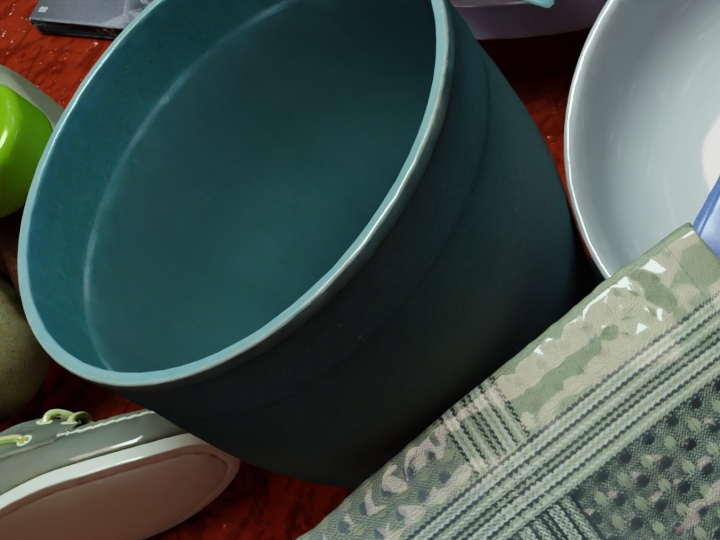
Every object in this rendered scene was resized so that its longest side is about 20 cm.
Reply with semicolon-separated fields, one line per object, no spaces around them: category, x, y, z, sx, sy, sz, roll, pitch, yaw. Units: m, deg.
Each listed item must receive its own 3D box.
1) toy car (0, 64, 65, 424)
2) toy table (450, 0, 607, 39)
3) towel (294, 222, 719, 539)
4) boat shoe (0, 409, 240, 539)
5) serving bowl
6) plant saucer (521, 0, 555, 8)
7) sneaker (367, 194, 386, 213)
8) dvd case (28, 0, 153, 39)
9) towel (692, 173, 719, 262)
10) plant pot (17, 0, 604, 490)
toy car;-0.189;0.014;1.026;0.200;0.164;0.158;-49;45;3
toy table;0.086;-0.188;0.972;0.198;0.118;0.184;-18;41;-3
towel;0.101;0.115;0.783;0.200;0.035;0.193;-39;73;10
boat shoe;-0.143;0.096;0.992;0.200;0.072;0.061;-24;52;24
serving bowl;0.181;-0.048;0.856;0.198;0.066;0.202;-4;76;18
plant saucer;0.008;-0.166;0.935;0.019;0.070;0.199;-33;39;-33
sneaker;-0.050;-0.050;1.028;0.197;0.080;0.130;2;51;24
dvd case;-0.084;-0.211;1.215;0.148;0.016;0.201;10;64;39
towel;0.221;-0.005;0.788;0.199;0.024;0.146;26;85;20
plant pot;0.000;0.000;0.875;0.199;0.188;0.201;-23;47;26
